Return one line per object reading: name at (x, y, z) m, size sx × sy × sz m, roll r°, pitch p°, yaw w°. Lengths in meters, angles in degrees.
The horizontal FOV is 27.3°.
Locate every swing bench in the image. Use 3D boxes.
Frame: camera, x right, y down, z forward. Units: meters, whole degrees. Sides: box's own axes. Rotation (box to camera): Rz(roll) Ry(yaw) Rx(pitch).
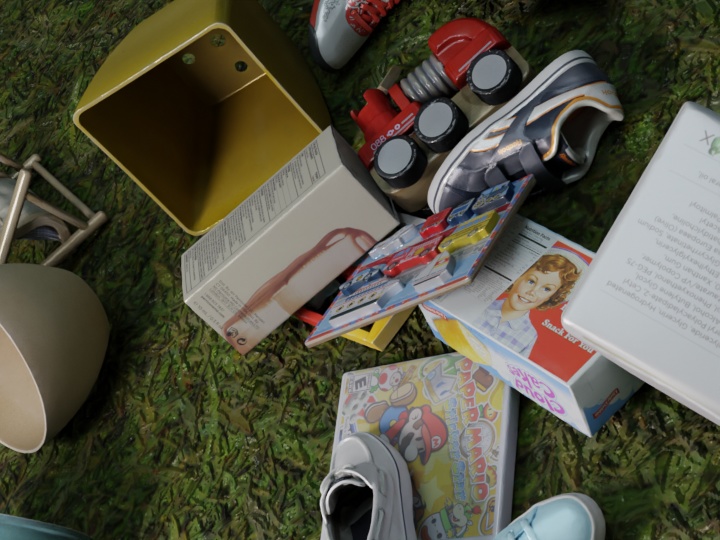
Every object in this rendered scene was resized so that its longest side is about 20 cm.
swing bench at (-0.434, -0.043, 1.734) m, size 0.199 × 0.130 × 0.200 m, roll 36°, pitch 93°, yaw 46°

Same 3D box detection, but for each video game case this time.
video game case at (0.050, 0.167, 1.267) m, size 0.181 × 0.023 × 0.201 m, roll -13°, pitch 55°, yaw 33°

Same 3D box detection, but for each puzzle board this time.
puzzle board at (0.049, -0.010, 1.283) m, size 0.200 × 0.017 × 0.151 m, roll -24°, pitch 21°, yaw 42°

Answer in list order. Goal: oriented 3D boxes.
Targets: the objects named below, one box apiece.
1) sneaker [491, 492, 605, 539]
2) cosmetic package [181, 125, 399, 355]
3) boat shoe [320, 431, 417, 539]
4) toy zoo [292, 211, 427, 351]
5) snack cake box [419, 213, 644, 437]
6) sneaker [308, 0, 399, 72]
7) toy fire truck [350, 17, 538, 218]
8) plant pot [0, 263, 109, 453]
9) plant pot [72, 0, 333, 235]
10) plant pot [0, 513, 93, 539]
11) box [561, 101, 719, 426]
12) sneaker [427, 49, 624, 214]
sneaker at (0.099, 0.243, 1.121) m, size 0.200 × 0.082 × 0.074 m, roll -45°, pitch 68°, yaw 14°
cosmetic package at (-0.069, -0.028, 1.403) m, size 0.200 × 0.087 × 0.104 m, roll -40°, pitch 25°, yaw 14°
boat shoe at (0.001, 0.186, 1.204) m, size 0.074 × 0.065 × 0.200 m, roll -42°, pitch 28°, yaw 10°
toy zoo at (0.000, 0.000, 1.420) m, size 0.200 × 0.020 × 0.132 m, roll 19°, pitch 75°, yaw 45°
snack cake box at (0.151, 0.036, 1.220) m, size 0.115 × 0.067 × 0.200 m, roll -41°, pitch 41°, yaw -15°
sneaker at (0.022, -0.303, 1.569) m, size 0.108 × 0.067 × 0.202 m, roll 3°, pitch 62°, yaw 43°
toy fire truck at (0.067, -0.169, 1.423) m, size 0.176 × 0.129 × 0.200 m, roll -41°, pitch 54°, yaw 10°
plant pot at (-0.344, 0.072, 1.560) m, size 0.200 × 0.201 × 0.134 m, roll 10°, pitch 34°, yaw 43°
plant pot at (-0.156, -0.196, 1.567) m, size 0.199 × 0.200 × 0.177 m, roll -27°, pitch 37°, yaw 23°
plant pot at (-0.368, 0.334, 1.390) m, size 0.199 × 0.200 × 0.197 m, roll -6°, pitch 66°, yaw 37°
box at (0.273, 0.024, 0.994) m, size 0.200 × 0.199 × 0.172 m, roll 32°, pitch 92°, yaw 22°
sneaker at (0.148, -0.103, 1.326) m, size 0.200 × 0.078 × 0.080 m, roll -45°, pitch 54°, yaw 16°
